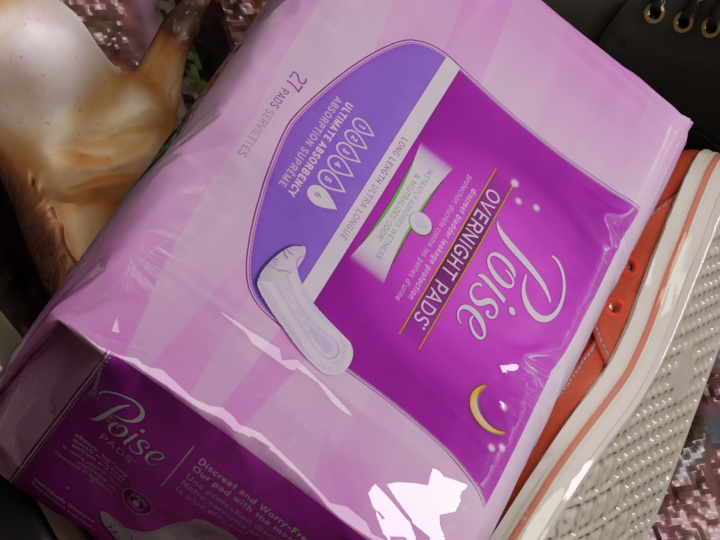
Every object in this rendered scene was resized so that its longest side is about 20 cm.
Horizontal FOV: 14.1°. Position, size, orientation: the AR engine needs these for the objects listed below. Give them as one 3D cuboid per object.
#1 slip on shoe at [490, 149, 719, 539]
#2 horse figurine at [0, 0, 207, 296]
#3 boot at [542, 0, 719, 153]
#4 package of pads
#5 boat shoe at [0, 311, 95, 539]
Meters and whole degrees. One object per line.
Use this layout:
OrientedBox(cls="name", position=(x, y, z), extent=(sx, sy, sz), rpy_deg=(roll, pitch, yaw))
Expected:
OrientedBox(cls="slip on shoe", position=(0.055, 0.043, 0.828), extent=(0.061, 0.074, 0.201), rpy_deg=(13, 55, 21))
OrientedBox(cls="horse figurine", position=(-0.086, -0.071, 0.795), extent=(0.200, 0.050, 0.133), rpy_deg=(51, 53, -18))
OrientedBox(cls="boot", position=(0.116, -0.085, 0.881), extent=(0.200, 0.138, 0.078), rpy_deg=(39, 51, -1))
OrientedBox(cls="package of pads", position=(0.000, 0.000, 0.741), extent=(0.120, 0.076, 0.200), rpy_deg=(36, 47, -5))
OrientedBox(cls="boat shoe", position=(-0.109, 0.045, 0.747), extent=(0.063, 0.073, 0.201), rpy_deg=(-34, 85, 5))
